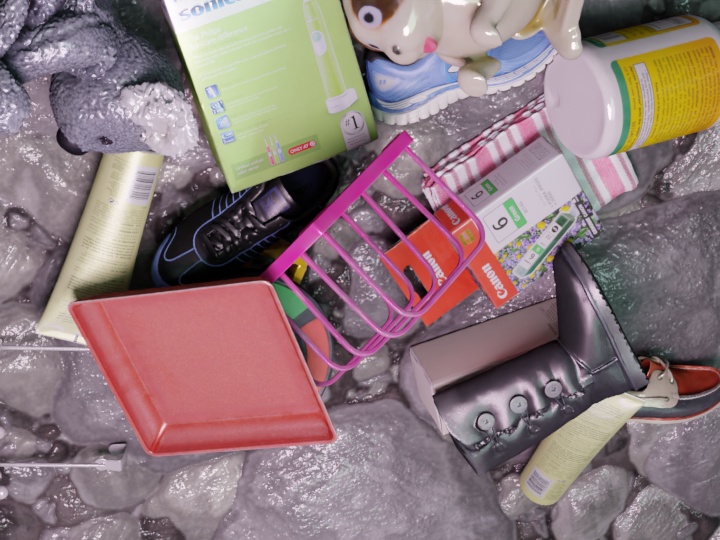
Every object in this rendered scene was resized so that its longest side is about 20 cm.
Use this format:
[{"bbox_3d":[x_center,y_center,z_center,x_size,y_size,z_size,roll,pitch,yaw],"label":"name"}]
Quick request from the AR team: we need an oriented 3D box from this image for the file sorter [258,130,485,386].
[{"bbox_3d":[0.000,0.000,1.339,0.125,0.200,0.139,45,56,-3],"label":"file sorter"}]

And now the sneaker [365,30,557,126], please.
[{"bbox_3d":[0.096,-0.208,1.380,0.199,0.079,0.089,-23,122,-6],"label":"sneaker"}]

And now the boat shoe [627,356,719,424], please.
[{"bbox_3d":[0.303,0.124,1.615,0.199,0.071,0.063,-5,121,-9],"label":"boat shoe"}]

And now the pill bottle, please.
[{"bbox_3d":[0.285,-0.180,1.426,0.199,0.113,0.113,-17,120,-23],"label":"pill bottle"}]

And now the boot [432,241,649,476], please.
[{"bbox_3d":[0.159,0.088,1.468,0.199,0.066,0.165,-27,99,9],"label":"boot"}]

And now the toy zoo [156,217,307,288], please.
[{"bbox_3d":[-0.134,0.029,1.455,0.131,0.020,0.201,16,110,-24],"label":"toy zoo"}]

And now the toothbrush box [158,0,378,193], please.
[{"bbox_3d":[-0.085,-0.192,1.325,0.145,0.086,0.201,-22,120,-6],"label":"toothbrush box"}]

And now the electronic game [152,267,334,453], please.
[{"bbox_3d":[-0.122,0.089,1.452,0.199,0.042,0.201,-7,117,-14],"label":"electronic game"}]

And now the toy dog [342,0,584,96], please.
[{"bbox_3d":[0.082,-0.248,1.285,0.199,0.195,0.140,-21,163,-16],"label":"toy dog"}]

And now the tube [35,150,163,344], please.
[{"bbox_3d":[-0.233,-0.025,1.364,0.052,0.058,0.201,-13,125,-64],"label":"tube"}]

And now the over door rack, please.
[{"bbox_3d":[-0.318,0.137,1.422,0.199,0.067,0.148,-4,117,-16],"label":"over door rack"}]

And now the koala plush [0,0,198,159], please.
[{"bbox_3d":[-0.226,-0.169,1.247,0.200,0.177,0.184,34,91,-24],"label":"koala plush"}]

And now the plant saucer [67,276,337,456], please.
[{"bbox_3d":[-0.137,0.083,1.362,0.199,0.037,0.200,-6,129,20],"label":"plant saucer"}]

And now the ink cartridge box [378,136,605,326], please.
[{"bbox_3d":[0.129,-0.027,1.463,0.200,0.050,0.109,-36,123,0],"label":"ink cartridge box"}]

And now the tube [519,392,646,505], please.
[{"bbox_3d":[0.226,0.177,1.577,0.058,0.052,0.200,-13,148,-27],"label":"tube"}]

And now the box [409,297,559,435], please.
[{"bbox_3d":[0.159,0.093,1.546,0.199,0.082,0.069,-18,120,-7],"label":"box"}]

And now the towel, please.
[{"bbox_3d":[0.172,-0.087,1.491,0.200,0.030,0.147,-33,121,0],"label":"towel"}]

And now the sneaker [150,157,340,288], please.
[{"bbox_3d":[-0.105,-0.048,1.372,0.200,0.078,0.070,-36,91,-12],"label":"sneaker"}]
